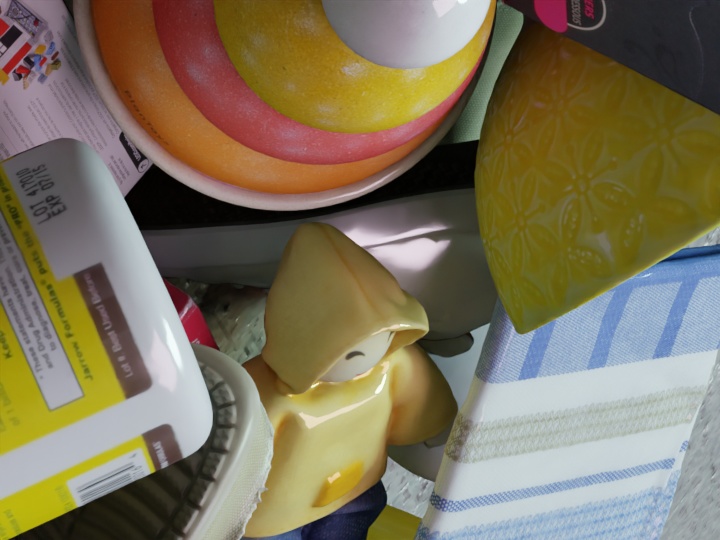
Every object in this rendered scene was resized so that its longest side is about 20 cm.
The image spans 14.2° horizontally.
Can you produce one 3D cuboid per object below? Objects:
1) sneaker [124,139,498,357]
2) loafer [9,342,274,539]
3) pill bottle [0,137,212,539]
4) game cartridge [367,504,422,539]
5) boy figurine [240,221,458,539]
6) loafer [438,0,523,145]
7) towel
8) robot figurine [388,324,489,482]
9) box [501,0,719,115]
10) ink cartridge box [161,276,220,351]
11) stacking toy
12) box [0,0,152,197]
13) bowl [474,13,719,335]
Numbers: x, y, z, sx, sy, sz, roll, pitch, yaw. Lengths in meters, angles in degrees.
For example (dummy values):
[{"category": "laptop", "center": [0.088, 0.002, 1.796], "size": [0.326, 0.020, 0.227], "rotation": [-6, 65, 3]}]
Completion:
[{"category": "sneaker", "center": [0.000, 0.000, 1.097], "size": [0.073, 0.200, 0.085], "rotation": [-98, -173, -61]}, {"category": "loafer", "center": [-0.091, 0.111, 0.998], "size": [0.200, 0.076, 0.068], "rotation": [-56, 152, 14]}, {"category": "pill bottle", "center": [-0.155, 0.044, 0.900], "size": [0.200, 0.109, 0.109], "rotation": [-24, 147, -7]}, {"category": "game cartridge", "center": [-0.024, 0.148, 1.226], "size": [0.200, 0.176, 0.033], "rotation": [-25, 126, -48]}, {"category": "boy figurine", "center": [-0.011, 0.065, 1.074], "size": [0.124, 0.064, 0.200], "rotation": [-15, 138, -30]}, {"category": "loafer", "center": [0.036, -0.102, 1.127], "size": [0.068, 0.076, 0.200], "rotation": [-43, 152, -76]}, {"category": "towel", "center": [0.075, 0.081, 1.130], "size": [0.147, 0.024, 0.200], "rotation": [-8, 125, -43]}, {"category": "robot figurine", "center": [0.066, 0.048, 1.336], "size": [0.200, 0.113, 0.170], "rotation": [23, 60, -64]}, {"category": "box", "center": [0.138, -0.160, 0.882], "size": [0.200, 0.106, 0.122], "rotation": [-46, 151, -26]}, {"category": "ink cartridge box", "center": [-0.136, 0.097, 1.074], "size": [0.200, 0.083, 0.145], "rotation": [-48, 153, -16]}, {"category": "stacking toy", "center": [-0.002, -0.084, 0.890], "size": [0.146, 0.146, 0.200], "rotation": [-54, -163, -4]}, {"category": "box", "center": [-0.139, -0.051, 0.952], "size": [0.110, 0.035, 0.200], "rotation": [-50, 154, -13]}, {"category": "bowl", "center": [0.111, -0.075, 0.987], "size": [0.200, 0.108, 0.200], "rotation": [-32, 180, 0]}]
